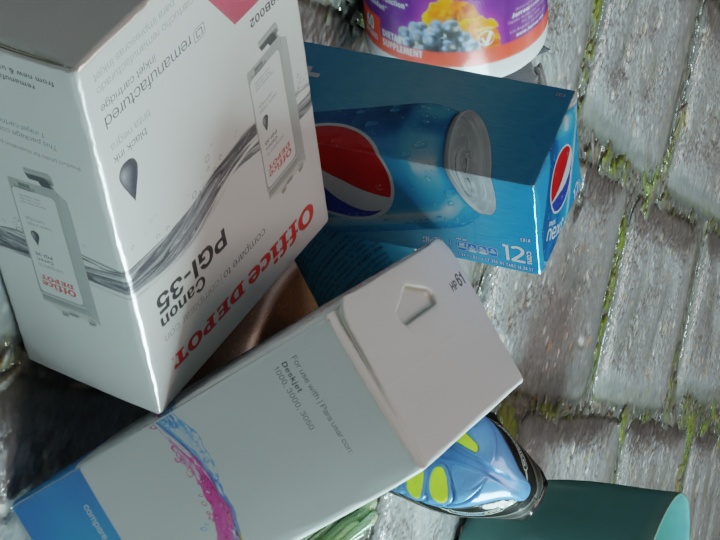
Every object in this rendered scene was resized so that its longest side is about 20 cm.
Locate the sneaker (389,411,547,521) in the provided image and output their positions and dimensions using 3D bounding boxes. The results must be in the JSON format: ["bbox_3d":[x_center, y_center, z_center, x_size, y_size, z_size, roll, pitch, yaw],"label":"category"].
[{"bbox_3d":[0.023,0.090,1.135,0.083,0.199,0.071,32,84,-37],"label":"sneaker"}]

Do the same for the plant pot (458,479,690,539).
[{"bbox_3d":[0.161,0.259,1.725,0.200,0.160,0.202,12,90,-70],"label":"plant pot"}]

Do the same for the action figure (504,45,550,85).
[{"bbox_3d":[0.050,-0.087,1.322,0.200,0.069,0.130,-51,-170,-33],"label":"action figure"}]

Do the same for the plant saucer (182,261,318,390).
[{"bbox_3d":[-0.051,0.068,1.222,0.200,0.034,0.202,13,90,-71],"label":"plant saucer"}]

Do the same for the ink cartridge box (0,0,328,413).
[{"bbox_3d":[-0.092,-0.062,0.931,0.147,0.082,0.201,-50,148,-34],"label":"ink cartridge box"}]

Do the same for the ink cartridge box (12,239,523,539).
[{"bbox_3d":[-0.040,0.079,1.006,0.085,0.199,0.144,57,27,0],"label":"ink cartridge box"}]

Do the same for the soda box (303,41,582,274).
[{"bbox_3d":[0.004,-0.061,1.052,0.064,0.199,0.068,79,30,-47],"label":"soda box"}]

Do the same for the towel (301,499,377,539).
[{"bbox_3d":[-0.053,0.168,1.109,0.152,0.023,0.200,-41,178,-5],"label":"towel"}]

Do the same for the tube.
[{"bbox_3d":[0.000,0.000,1.111,0.050,0.201,0.078,12,126,-41],"label":"tube"}]

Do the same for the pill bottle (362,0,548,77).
[{"bbox_3d":[0.052,-0.218,1.227,0.112,0.111,0.201,-56,150,-47],"label":"pill bottle"}]
